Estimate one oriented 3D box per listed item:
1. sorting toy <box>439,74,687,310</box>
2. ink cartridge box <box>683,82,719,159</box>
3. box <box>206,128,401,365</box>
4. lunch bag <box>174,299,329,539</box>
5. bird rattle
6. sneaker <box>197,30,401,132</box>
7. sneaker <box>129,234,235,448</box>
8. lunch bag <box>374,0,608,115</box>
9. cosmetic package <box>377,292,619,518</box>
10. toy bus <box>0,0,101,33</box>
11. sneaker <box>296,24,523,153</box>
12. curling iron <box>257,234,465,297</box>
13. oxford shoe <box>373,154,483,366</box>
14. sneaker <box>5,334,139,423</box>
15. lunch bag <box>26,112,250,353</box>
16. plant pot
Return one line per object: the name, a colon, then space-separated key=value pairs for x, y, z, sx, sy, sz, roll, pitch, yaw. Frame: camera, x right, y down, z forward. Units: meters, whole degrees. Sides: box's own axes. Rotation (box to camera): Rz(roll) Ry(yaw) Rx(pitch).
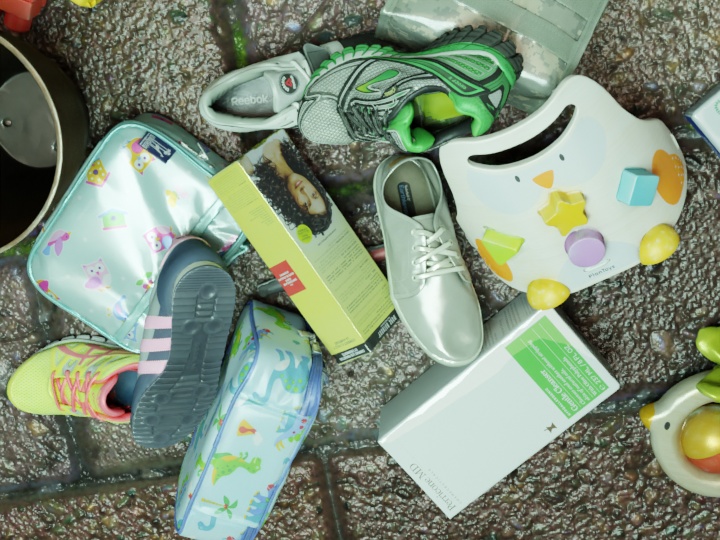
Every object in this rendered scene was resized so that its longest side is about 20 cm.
sorting toy: x=0.156 y=-0.072 z=0.823 sx=0.200 sy=0.107 sz=0.180 roll=-26 pitch=133 yaw=19
ink cartridge box: x=0.421 y=-0.127 z=0.874 sx=0.200 sy=0.041 sz=0.200 roll=-39 pitch=97 yaw=12
box: x=-0.044 y=-0.020 z=0.885 sx=0.050 sy=0.075 sz=0.200 roll=-25 pitch=105 yaw=42
lunch bag: x=-0.101 y=0.135 z=0.916 sx=0.082 sy=0.161 sz=0.200 roll=20 pitch=104 yaw=-15
bird rattle: x=0.354 y=0.145 z=0.936 sx=0.163 sy=0.113 sz=0.200 roll=-30 pitch=113 yaw=22
sneaker: x=-0.045 y=-0.158 z=0.879 sx=0.200 sy=0.089 sz=0.074 roll=-16 pitch=100 yaw=6
sneaker: x=-0.159 y=0.062 z=0.880 sx=0.070 sy=0.082 sz=0.200 roll=7 pitch=120 yaw=-30
lunch bag: x=0.129 y=-0.253 z=0.827 sx=0.164 sy=0.118 sz=0.200 roll=27 pitch=89 yaw=-3
cosmetic package: x=0.123 y=0.119 z=0.933 sx=0.200 sy=0.085 sz=0.108 roll=-42 pitch=98 yaw=11
toy bus: x=-0.252 y=-0.288 z=0.849 sx=0.200 sy=0.136 sz=0.192 roll=19 pitch=117 yaw=-3
sneaker: x=0.024 y=-0.131 z=0.790 sx=0.200 sy=0.085 sz=0.078 roll=-8 pitch=134 yaw=39
curling iron: x=0.000 y=0.000 z=0.942 sx=0.200 sy=0.026 sz=0.050 roll=-10 pitch=94 yaw=6
oxford shoe: x=0.059 y=-0.012 z=0.886 sx=0.075 sy=0.058 sz=0.200 roll=-13 pitch=81 yaw=-15
sneaker: x=-0.246 y=0.107 z=0.954 sx=0.200 sy=0.090 sz=0.078 roll=-7 pitch=104 yaw=7
lunch bag: x=-0.192 y=-0.033 z=0.923 sx=0.160 sy=0.077 sz=0.200 roll=37 pitch=103 yaw=-5
plant pot: x=-0.305 y=-0.119 z=0.848 sx=0.187 sy=0.200 sz=0.187 roll=1 pitch=104 yaw=5
